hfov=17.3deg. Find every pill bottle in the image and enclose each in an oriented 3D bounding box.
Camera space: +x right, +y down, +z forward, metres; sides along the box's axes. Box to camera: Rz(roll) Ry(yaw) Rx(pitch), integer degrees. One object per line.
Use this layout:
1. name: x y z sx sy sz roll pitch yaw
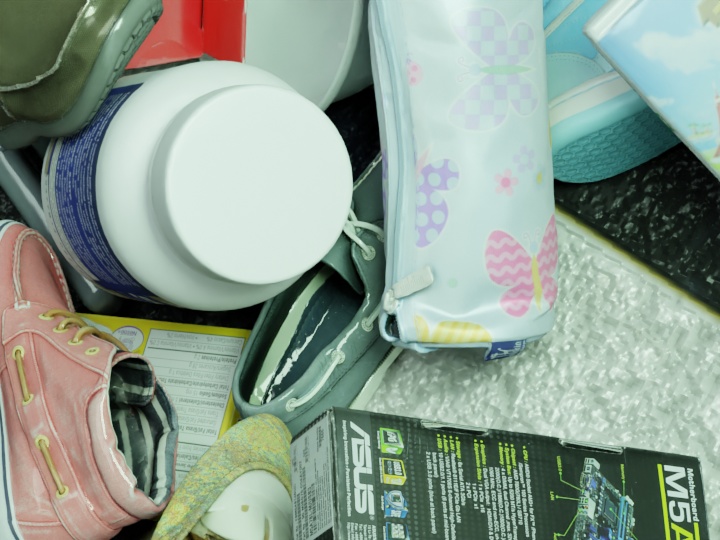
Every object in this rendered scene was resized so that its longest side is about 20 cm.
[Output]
1. pill bottle: -0.078 -0.041 1.149 0.120 0.119 0.200 -61 18 -8

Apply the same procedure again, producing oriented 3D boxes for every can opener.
1. can opener: -0.173 -0.060 1.301 0.053 0.066 0.200 -39 65 3

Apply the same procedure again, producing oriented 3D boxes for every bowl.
1. bowl: -0.017 -0.178 1.228 0.201 0.090 0.203 23 118 54

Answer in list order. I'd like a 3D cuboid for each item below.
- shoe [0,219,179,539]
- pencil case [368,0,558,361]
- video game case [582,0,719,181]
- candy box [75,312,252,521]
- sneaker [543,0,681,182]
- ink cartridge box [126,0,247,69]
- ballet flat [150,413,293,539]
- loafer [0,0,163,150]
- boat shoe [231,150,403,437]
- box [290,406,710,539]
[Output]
1. shoe: -0.142 0.049 1.182 0.091 0.071 0.201 -27 54 25
2. pencil case: 0.045 -0.061 1.123 0.083 0.090 0.202 -161 68 -67
3. video game case: 0.232 -0.114 1.074 0.200 0.022 0.182 -44 97 2
4. candy box: -0.148 0.073 1.243 0.199 0.026 0.103 5 72 29
5. sneaker: 0.160 -0.140 1.154 0.199 0.080 0.131 -24 61 15
6. ink cartridge box: -0.139 -0.181 1.269 0.200 0.067 0.117 29 124 48
7. ballet flat: -0.071 0.145 1.077 0.070 0.071 0.200 16 50 31
8. loafer: -0.162 -0.109 1.178 0.075 0.070 0.200 -59 18 -23
9. boat shoe: 0.000 0.000 1.181 0.073 0.062 0.201 26 82 32
10. box: 0.067 0.167 1.010 0.047 0.192 0.201 -40 47 52
